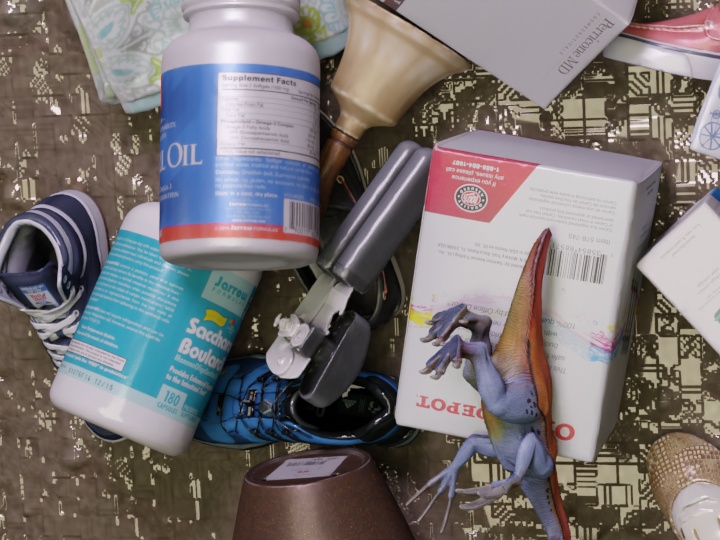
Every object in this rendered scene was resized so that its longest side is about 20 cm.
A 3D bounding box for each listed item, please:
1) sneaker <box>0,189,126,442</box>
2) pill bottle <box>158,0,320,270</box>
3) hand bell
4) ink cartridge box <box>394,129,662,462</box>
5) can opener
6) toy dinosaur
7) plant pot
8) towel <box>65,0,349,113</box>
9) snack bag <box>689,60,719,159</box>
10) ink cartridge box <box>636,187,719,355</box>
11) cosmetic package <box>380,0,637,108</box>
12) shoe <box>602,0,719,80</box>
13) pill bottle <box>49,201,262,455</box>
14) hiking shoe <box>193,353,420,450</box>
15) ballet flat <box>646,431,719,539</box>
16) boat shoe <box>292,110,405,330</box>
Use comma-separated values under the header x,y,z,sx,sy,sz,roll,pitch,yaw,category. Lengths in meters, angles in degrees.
x,y,z,sx,sy,sz,roll,pitch,yaw,category
-0.223,0.042,1.564,0.070,0.108,0.200,-12,95,17,sneaker
-0.083,-0.104,1.422,0.112,0.112,0.200,-2,82,15,pill bottle
-0.015,-0.088,1.477,0.104,0.104,0.200,31,95,8,hand bell
0.120,0.015,1.452,0.145,0.145,0.200,11,101,13,ink cartridge box
0.000,0.000,1.480,0.066,0.053,0.200,33,87,-32,can opener
0.111,0.110,1.354,0.200,0.105,0.182,-41,109,5,toy dinosaur
-0.024,0.237,1.494,0.187,0.187,0.200,-6,100,15,plant pot
-0.117,-0.213,1.486,0.200,0.048,0.171,-16,121,4,towel
0.338,-0.134,1.382,0.200,0.021,0.189,21,93,-16,snack bag
0.287,0.041,1.428,0.067,0.116,0.200,-44,87,15,ink cartridge box
0.085,-0.215,1.414,0.200,0.081,0.113,32,138,-8,cosmetic package
0.272,-0.175,1.427,0.200,0.071,0.091,8,99,8,shoe
-0.141,0.026,1.509,0.111,0.111,0.200,22,84,11,pill bottle
-0.054,0.095,1.533,0.200,0.087,0.074,-2,81,12,hiking shoe
0.273,0.206,1.481,0.070,0.065,0.200,-37,88,17,ballet flat
-0.032,-0.047,1.527,0.074,0.063,0.202,-27,89,19,boat shoe
